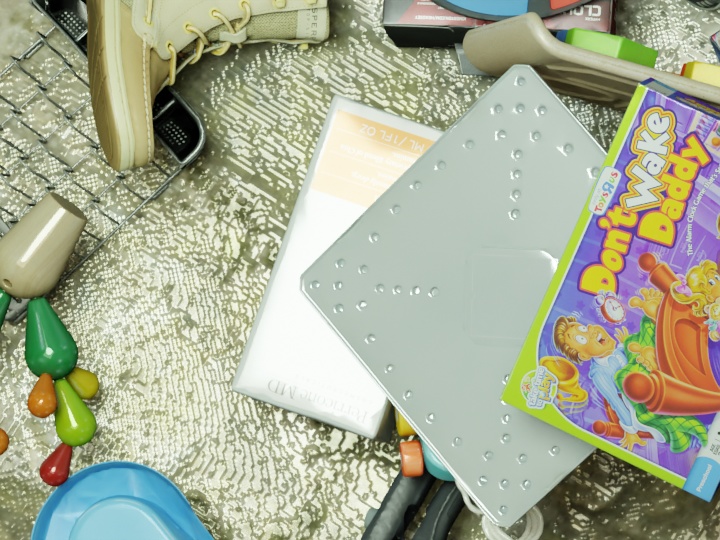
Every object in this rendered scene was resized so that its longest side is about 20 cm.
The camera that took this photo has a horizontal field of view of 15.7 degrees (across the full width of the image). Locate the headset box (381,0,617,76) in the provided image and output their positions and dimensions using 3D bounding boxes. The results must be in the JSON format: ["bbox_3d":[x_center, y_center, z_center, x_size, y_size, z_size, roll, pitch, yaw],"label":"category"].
[{"bbox_3d":[0.094,-0.224,1.676,0.148,0.075,0.200,2,84,8],"label":"headset box"}]

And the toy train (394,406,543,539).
[{"bbox_3d":[0.110,0.065,1.623,0.150,0.056,0.200,32,69,11],"label":"toy train"}]

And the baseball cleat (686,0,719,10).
[{"bbox_3d":[0.206,-0.267,1.650,0.070,0.106,0.200,-16,79,25],"label":"baseball cleat"}]

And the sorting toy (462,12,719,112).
[{"bbox_3d":[0.172,-0.114,1.574,0.200,0.185,0.037,19,88,-10],"label":"sorting toy"}]

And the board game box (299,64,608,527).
[{"bbox_3d":[0.093,0.015,1.547,0.200,0.026,0.200,-44,76,18],"label":"board game box"}]

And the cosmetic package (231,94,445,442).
[{"bbox_3d":[0.000,0.000,1.666,0.101,0.071,0.200,18,87,9],"label":"cosmetic package"}]

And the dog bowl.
[{"bbox_3d":[-0.124,0.214,1.669,0.111,0.050,0.200,-41,80,1],"label":"dog bowl"}]

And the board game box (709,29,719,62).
[{"bbox_3d":[0.328,-0.106,1.621,0.135,0.035,0.200,-33,61,2],"label":"board game box"}]

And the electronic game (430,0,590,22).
[{"bbox_3d":[0.107,-0.234,1.551,0.200,0.200,0.042,-28,43,3],"label":"electronic game"}]

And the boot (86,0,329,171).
[{"bbox_3d":[-0.095,-0.150,1.659,0.155,0.073,0.200,3,56,-13],"label":"boot"}]

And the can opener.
[{"bbox_3d":[0.043,0.145,1.648,0.063,0.079,0.200,23,77,11],"label":"can opener"}]

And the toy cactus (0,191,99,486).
[{"bbox_3d":[-0.229,0.026,1.662,0.200,0.102,0.165,40,99,13],"label":"toy cactus"}]

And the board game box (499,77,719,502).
[{"bbox_3d":[0.180,0.010,1.469,0.134,0.045,0.200,25,104,11],"label":"board game box"}]

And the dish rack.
[{"bbox_3d":[-0.212,-0.072,1.710,0.200,0.055,0.153,-43,80,1],"label":"dish rack"}]
